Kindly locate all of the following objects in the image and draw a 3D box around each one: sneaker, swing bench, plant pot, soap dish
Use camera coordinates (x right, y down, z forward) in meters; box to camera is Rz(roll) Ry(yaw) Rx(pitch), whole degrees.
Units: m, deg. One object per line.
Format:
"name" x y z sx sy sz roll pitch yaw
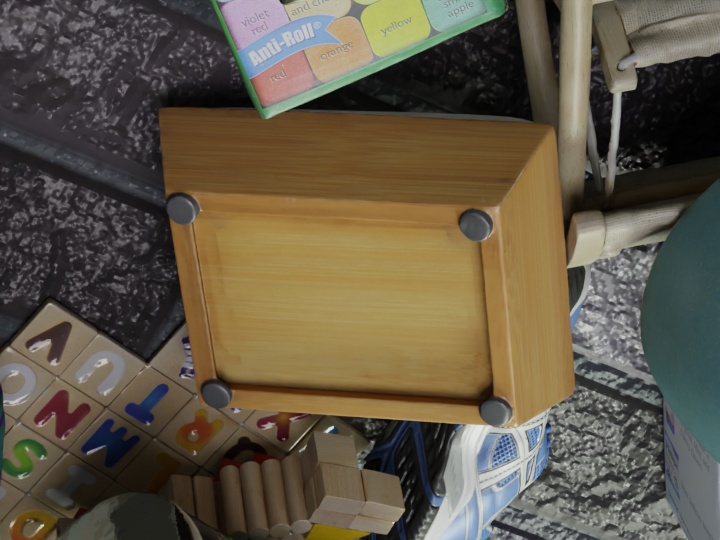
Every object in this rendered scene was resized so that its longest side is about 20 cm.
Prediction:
"sneaker" 0.068 0.067 1.470 0.077 0.076 0.200 7 122 -43
"swing bench" 0.183 -0.097 1.352 0.198 0.130 0.201 -12 123 -6
"plant pot" 0.247 0.047 1.316 0.199 0.135 0.201 -7 128 -9
"soap dish" 0.000 0.000 1.358 0.199 0.081 0.158 3 124 15

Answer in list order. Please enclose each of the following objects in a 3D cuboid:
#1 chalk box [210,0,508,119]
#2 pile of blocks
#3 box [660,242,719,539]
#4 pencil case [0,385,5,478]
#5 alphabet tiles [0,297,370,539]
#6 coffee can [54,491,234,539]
"chalk box" -0.018 -0.161 1.224 0.124 0.200 0.124 -22 123 1
"pile of blocks" -0.073 0.137 1.473 0.199 0.062 0.082 -15 136 5
"box" 0.262 0.060 1.481 0.183 0.105 0.201 -9 123 -7
"pencil case" -0.231 0.134 1.418 0.092 0.085 0.201 22 123 18
"alphabet tiles" -0.120 0.099 1.474 0.200 0.008 0.167 35 108 -29
"coffee can" -0.065 0.219 1.407 0.146 0.147 0.200 -45 127 15
